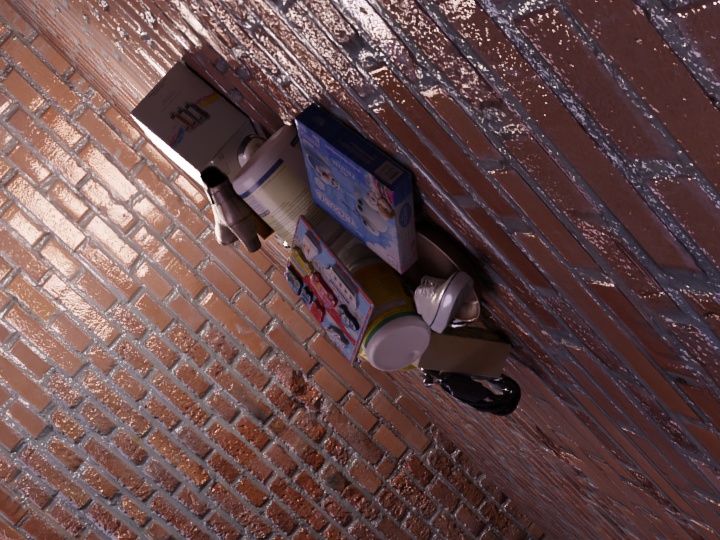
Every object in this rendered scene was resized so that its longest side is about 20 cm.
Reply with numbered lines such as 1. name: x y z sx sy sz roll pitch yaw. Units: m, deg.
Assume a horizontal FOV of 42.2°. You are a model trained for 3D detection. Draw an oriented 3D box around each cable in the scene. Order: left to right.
1. cable: 0.189 0.195 1.637 0.197 0.052 0.163 16 -169 -16

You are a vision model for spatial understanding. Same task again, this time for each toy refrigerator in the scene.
1. toy refrigerator: 0.158 0.127 1.588 0.197 0.071 0.076 12 -168 -37

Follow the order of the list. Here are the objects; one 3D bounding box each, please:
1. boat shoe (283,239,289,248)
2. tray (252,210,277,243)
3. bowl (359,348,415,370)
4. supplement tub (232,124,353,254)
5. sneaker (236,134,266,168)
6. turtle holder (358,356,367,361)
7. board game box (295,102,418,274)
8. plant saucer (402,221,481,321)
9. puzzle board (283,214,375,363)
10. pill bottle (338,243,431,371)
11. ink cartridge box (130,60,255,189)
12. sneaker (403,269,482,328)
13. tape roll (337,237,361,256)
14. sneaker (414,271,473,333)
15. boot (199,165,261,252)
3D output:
1. boat shoe: -0.117 -0.087 1.835 0.200 0.074 0.075 -121 25 -83
2. tray: -0.145 -0.137 1.684 0.099 0.037 0.199 44 133 -13
3. bowl: 0.067 0.092 1.889 0.199 0.199 0.109 38 129 25
4. supplement tub: -0.098 -0.123 1.550 0.200 0.145 0.145 45 171 -14
5. sneaker: -0.146 -0.185 1.774 0.114 0.076 0.200 27 172 32
6. turtle holder: 0.034 0.117 2.067 0.188 0.131 0.140 64 -159 15
7. board game box: -0.003 -0.117 1.361 0.199 0.043 0.200 39 159 27
8. plant saucer: 0.116 -0.006 1.438 0.200 0.034 0.201 40 162 16
9. puzzle board: -0.056 0.031 1.478 0.201 0.017 0.152 50 144 25
10. pill bottle: 0.029 0.053 1.520 0.113 0.112 0.201 52 -173 -49
11. ink cartridge box: -0.316 -0.270 1.825 0.199 0.145 0.146 40 171 15
12. sneaker: 0.114 0.023 1.552 0.199 0.076 0.088 29 153 40
13. tape roll: 0.000 0.000 1.724 0.197 0.067 0.201 19 156 8
14. sneaker: 0.113 0.041 1.372 0.070 0.073 0.200 36 162 7
15. boot: -0.237 -0.114 1.636 0.199 0.070 0.148 26 147 57
